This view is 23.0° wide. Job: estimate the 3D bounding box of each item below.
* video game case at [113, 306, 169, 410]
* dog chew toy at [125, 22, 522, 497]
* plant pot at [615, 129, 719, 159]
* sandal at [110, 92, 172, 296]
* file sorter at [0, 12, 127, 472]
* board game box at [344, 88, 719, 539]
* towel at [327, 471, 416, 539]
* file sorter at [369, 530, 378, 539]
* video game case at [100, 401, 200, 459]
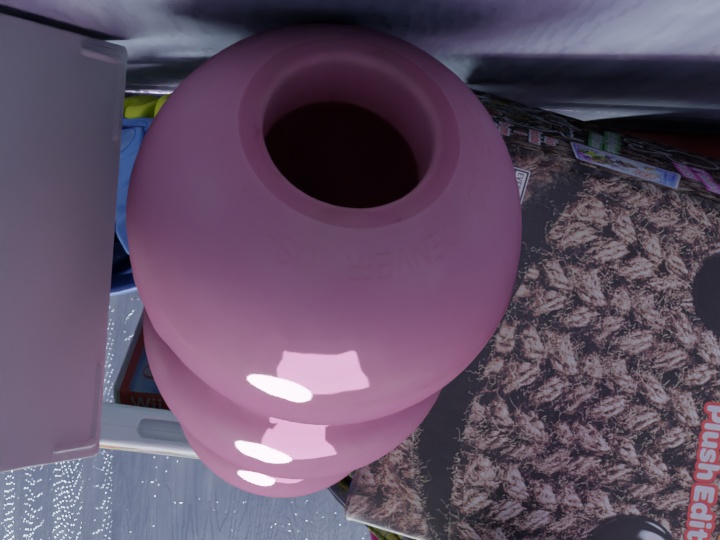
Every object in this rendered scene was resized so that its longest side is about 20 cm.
[{"bbox_3d":[-0.029,0.037,1.017,0.198,0.018,0.144,5,-142,7],"label":"video game case"},{"bbox_3d":[-0.019,0.011,0.587,0.123,0.126,0.201,1,149,-11],"label":"dog chew toy"},{"bbox_3d":[0.195,0.014,0.919,0.176,0.203,0.200,-11,-175,-29],"label":"plant pot"},{"bbox_3d":[-0.101,-0.025,0.700,0.199,0.087,0.080,-8,131,47],"label":"sandal"},{"bbox_3d":[-0.174,-0.011,0.532,0.123,0.141,0.200,4,-179,20],"label":"file sorter"},{"bbox_3d":[0.111,0.038,0.693,0.198,0.161,0.097,15,-164,2],"label":"board game box"},{"bbox_3d":[0.090,0.112,0.757,0.198,0.023,0.143,5,-163,-35],"label":"towel"},{"bbox_3d":[0.105,0.126,1.019,0.198,0.126,0.140,-6,-143,-8],"label":"file sorter"},{"bbox_3d":[-0.110,0.085,0.928,0.180,0.023,0.199,10,173,-26],"label":"video game case"}]
